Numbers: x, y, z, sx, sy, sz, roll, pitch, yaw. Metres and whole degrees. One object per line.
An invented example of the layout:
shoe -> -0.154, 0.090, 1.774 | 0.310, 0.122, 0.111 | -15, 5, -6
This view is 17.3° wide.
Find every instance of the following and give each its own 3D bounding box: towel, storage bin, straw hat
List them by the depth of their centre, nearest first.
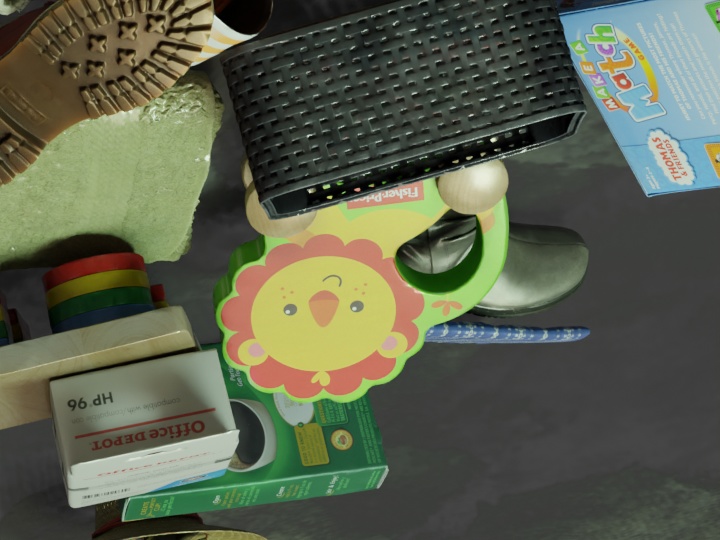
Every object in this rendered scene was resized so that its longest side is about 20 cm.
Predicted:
storage bin -> 0.026, -0.105, 1.418 | 0.199, 0.094, 0.135 | -15, 176, 0
towel -> -0.169, -0.059, 1.506 | 0.148, 0.037, 0.200 | -6, 150, -15
towel -> 0.046, 0.039, 1.722 | 0.199, 0.024, 0.145 | 3, 177, -31
straw hat -> -0.172, 0.193, 1.879 | 0.200, 0.085, 0.201 | -7, 161, -3

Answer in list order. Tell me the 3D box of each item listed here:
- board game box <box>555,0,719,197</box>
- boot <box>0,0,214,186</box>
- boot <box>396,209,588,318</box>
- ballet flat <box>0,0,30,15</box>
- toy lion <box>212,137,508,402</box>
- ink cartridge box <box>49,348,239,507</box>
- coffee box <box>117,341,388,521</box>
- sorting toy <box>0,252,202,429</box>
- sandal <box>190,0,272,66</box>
board game box -> 0.232, -0.121, 1.447 | 0.200, 0.037, 0.151 | -6, 128, 39
boot -> -0.161, -0.130, 1.333 | 0.200, 0.107, 0.075 | -27, 118, 26
boot -> 0.081, -0.029, 1.645 | 0.199, 0.068, 0.131 | -2, 145, -17
ballet flat -> -0.127, -0.197, 1.268 | 0.200, 0.072, 0.072 | -28, 148, 18
toy lion -> 0.000, 0.000, 1.568 | 0.199, 0.069, 0.192 | -8, 122, -4
ink cartridge box -> -0.147, 0.104, 1.586 | 0.116, 0.068, 0.200 | -12, 169, -10
coffee box -> -0.090, 0.113, 1.749 | 0.199, 0.123, 0.044 | -7, 152, -17
sorting toy -> -0.212, 0.048, 1.590 | 0.198, 0.070, 0.200 | -13, 168, -2
sandal -> -0.076, -0.167, 1.345 | 0.079, 0.059, 0.207 | 17, 137, -43
